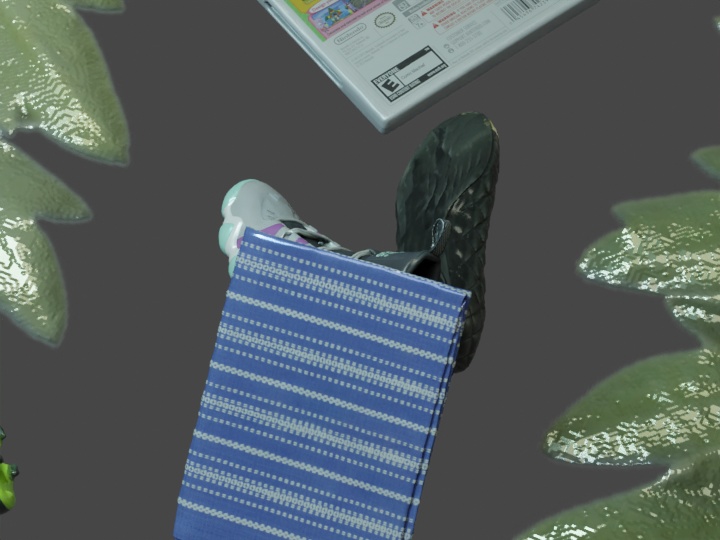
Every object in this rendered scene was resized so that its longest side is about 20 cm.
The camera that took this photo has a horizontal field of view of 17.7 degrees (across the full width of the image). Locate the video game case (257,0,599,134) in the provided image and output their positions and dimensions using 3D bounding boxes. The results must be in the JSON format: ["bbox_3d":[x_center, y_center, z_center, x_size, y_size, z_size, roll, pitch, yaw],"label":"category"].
[{"bbox_3d":[0.038,-0.206,1.627,0.200,0.022,0.182,-33,66,-21],"label":"video game case"}]

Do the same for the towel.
[{"bbox_3d":[-0.024,0.088,1.371,0.144,0.024,0.201,15,99,9],"label":"towel"}]

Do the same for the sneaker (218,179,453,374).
[{"bbox_3d":[0.000,0.000,1.423,0.078,0.140,0.201,0,55,-52],"label":"sneaker"}]

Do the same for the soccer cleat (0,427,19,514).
[{"bbox_3d":[-0.280,0.083,1.409,0.081,0.068,0.200,-38,65,-4],"label":"soccer cleat"}]

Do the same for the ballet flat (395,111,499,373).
[{"bbox_3d":[0.057,-0.022,1.507,0.066,0.057,0.201,-8,49,24],"label":"ballet flat"}]
